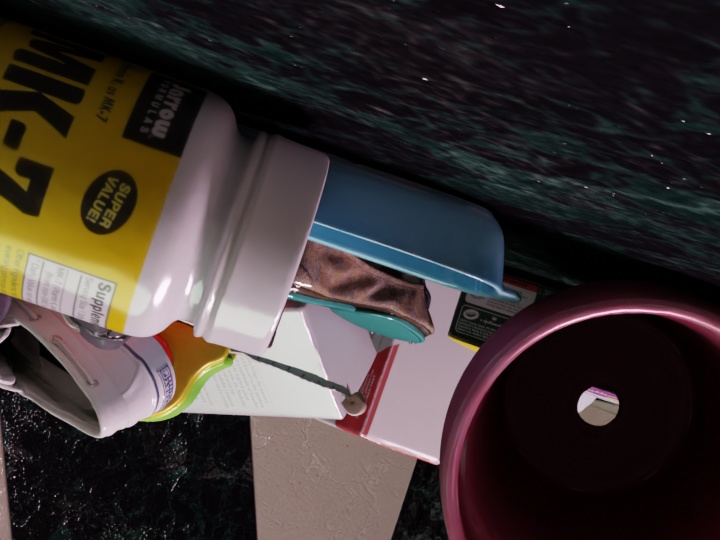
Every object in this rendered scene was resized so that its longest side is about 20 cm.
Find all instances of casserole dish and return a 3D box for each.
[{"bbox_3d":[-0.007,-0.032,0.773,0.199,0.039,0.121,18,176,4],"label":"casserole dish"}]

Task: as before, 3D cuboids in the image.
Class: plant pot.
[{"bbox_3d":[0.141,0.094,0.844,0.199,0.201,0.179,19,-168,-2],"label":"plant pot"}]

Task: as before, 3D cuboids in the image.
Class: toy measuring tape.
[{"bbox_3d":[-0.098,0.074,0.937,0.199,0.074,0.074,21,177,7],"label":"toy measuring tape"}]

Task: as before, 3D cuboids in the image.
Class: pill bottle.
[{"bbox_3d":[-0.122,-0.039,0.659,0.199,0.115,0.114,19,176,-6],"label":"pill bottle"}]

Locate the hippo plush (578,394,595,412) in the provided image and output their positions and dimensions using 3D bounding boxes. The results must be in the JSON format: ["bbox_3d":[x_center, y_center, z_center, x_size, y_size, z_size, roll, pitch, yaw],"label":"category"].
[{"bbox_3d":[0.151,0.135,1.436,0.199,0.162,0.159,21,175,-26],"label":"hippo plush"}]

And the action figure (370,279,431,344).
[{"bbox_3d":[-0.052,0.012,1.153,0.199,0.103,0.119,14,-174,35],"label":"action figure"}]

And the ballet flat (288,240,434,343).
[{"bbox_3d":[0.000,0.000,0.967,0.068,0.068,0.200,11,174,28],"label":"ballet flat"}]

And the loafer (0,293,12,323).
[{"bbox_3d":[-0.287,-0.017,0.876,0.199,0.063,0.072,25,-178,20],"label":"loafer"}]

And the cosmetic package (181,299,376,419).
[{"bbox_3d":[-0.101,0.043,1.069,0.199,0.071,0.102,0,128,27],"label":"cosmetic package"}]

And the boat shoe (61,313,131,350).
[{"bbox_3d":[-0.174,-0.037,0.770,0.072,0.063,0.200,-25,-123,-35],"label":"boat shoe"}]

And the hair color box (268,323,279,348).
[{"bbox_3d":[-0.112,-0.025,0.906,0.061,0.102,0.200,18,177,33],"label":"hair color box"}]

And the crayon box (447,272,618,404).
[{"bbox_3d":[0.179,0.061,1.038,0.199,0.059,0.172,18,177,21],"label":"crayon box"}]

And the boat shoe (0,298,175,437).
[{"bbox_3d":[-0.201,0.037,0.893,0.199,0.074,0.065,22,-142,31],"label":"boat shoe"}]

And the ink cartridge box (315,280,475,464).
[{"bbox_3d":[0.010,0.065,1.261,0.083,0.145,0.200,22,175,-26],"label":"ink cartridge box"}]
